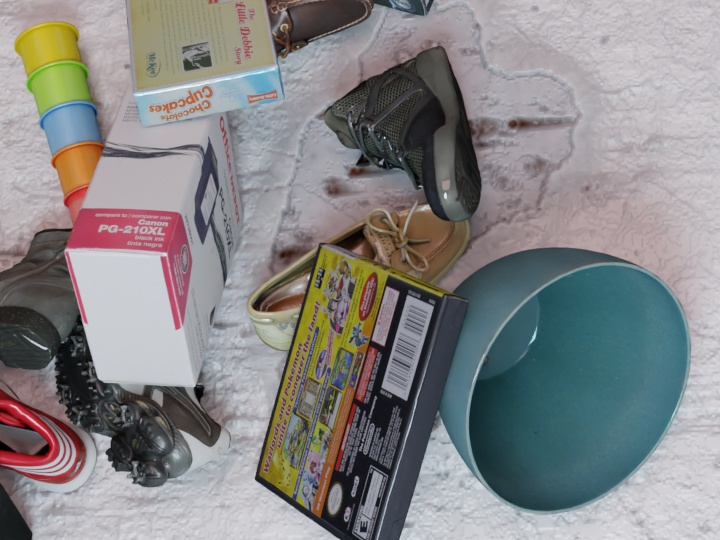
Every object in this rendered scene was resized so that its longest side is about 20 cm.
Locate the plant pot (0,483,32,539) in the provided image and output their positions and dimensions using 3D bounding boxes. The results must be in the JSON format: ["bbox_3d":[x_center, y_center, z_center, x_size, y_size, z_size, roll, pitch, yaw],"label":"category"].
[{"bbox_3d":[-0.367,0.224,1.256,0.199,0.200,0.178,26,66,17],"label":"plant pot"}]

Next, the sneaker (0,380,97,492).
[{"bbox_3d":[-0.315,0.112,1.319,0.199,0.116,0.079,15,74,14],"label":"sneaker"}]

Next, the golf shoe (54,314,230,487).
[{"bbox_3d":[-0.182,0.103,1.332,0.094,0.078,0.200,-6,38,-38],"label":"golf shoe"}]

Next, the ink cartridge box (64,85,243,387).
[{"bbox_3d":[-0.158,-0.030,1.291,0.084,0.145,0.201,2,44,9],"label":"ink cartridge box"}]

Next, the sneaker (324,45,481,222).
[{"bbox_3d":[0.035,-0.099,1.339,0.114,0.076,0.200,-20,43,10],"label":"sneaker"}]

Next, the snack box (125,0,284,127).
[{"bbox_3d":[-0.131,-0.200,1.333,0.115,0.037,0.201,-11,43,-1],"label":"snack box"}]

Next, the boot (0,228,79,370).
[{"bbox_3d":[-0.298,0.018,1.366,0.199,0.068,0.131,5,43,29],"label":"boot"}]

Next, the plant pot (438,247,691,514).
[{"bbox_3d":[0.131,0.065,1.242,0.200,0.200,0.135,-44,35,-8],"label":"plant pot"}]

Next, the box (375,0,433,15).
[{"bbox_3d":[-0.007,-0.330,1.465,0.199,0.044,0.161,17,74,14],"label":"box"}]

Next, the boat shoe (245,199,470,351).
[{"bbox_3d":[0.000,0.000,1.336,0.199,0.063,0.073,-32,68,-3],"label":"boat shoe"}]

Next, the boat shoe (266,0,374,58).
[{"bbox_3d":[-0.082,-0.213,1.421,0.199,0.070,0.071,-9,57,16],"label":"boat shoe"}]

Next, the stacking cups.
[{"bbox_3d":[-0.254,-0.118,1.420,0.060,0.061,0.201,-18,69,2],"label":"stacking cups"}]

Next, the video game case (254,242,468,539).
[{"bbox_3d":[-0.004,0.094,1.234,0.180,0.025,0.201,23,99,55],"label":"video game case"}]
